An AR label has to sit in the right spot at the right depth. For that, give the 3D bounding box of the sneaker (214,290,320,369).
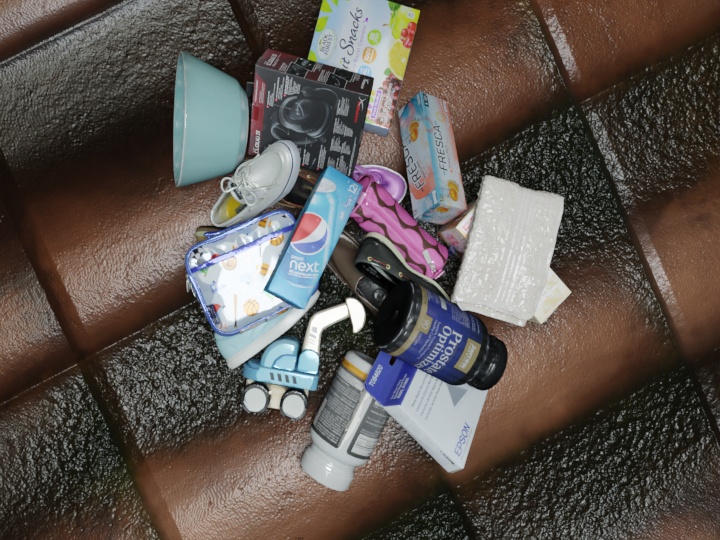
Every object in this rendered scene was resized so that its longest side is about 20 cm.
[{"bbox_3d":[-0.161,0.076,0.974,0.198,0.074,0.083,-37,95,-4],"label":"sneaker"}]

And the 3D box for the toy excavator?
[{"bbox_3d":[-0.095,0.136,0.963,0.188,0.100,0.207,9,91,-3],"label":"toy excavator"}]

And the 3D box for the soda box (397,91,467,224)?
[{"bbox_3d":[0.116,-0.183,0.951,0.067,0.063,0.206,7,67,-35],"label":"soda box"}]

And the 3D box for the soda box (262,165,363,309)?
[{"bbox_3d":[-0.071,-0.048,0.864,0.063,0.068,0.204,27,80,-13],"label":"soda box"}]

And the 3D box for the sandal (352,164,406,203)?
[{"bbox_3d":[-0.017,-0.148,0.991,0.196,0.050,0.085,9,90,-3],"label":"sandal"}]

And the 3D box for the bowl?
[{"bbox_3d":[-0.238,-0.232,0.921,0.102,0.200,0.208,2,91,-22],"label":"bowl"}]

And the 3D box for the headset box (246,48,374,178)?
[{"bbox_3d":[-0.089,-0.246,0.919,0.194,0.078,0.152,14,128,0],"label":"headset box"}]

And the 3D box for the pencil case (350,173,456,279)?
[{"bbox_3d":[0.059,-0.065,0.954,0.199,0.094,0.091,39,107,-16],"label":"pencil case"}]

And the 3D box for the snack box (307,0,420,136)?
[{"bbox_3d":[-0.004,-0.352,0.981,0.164,0.068,0.206,16,89,-2],"label":"snack box"}]

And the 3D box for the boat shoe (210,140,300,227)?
[{"bbox_3d":[-0.177,-0.129,0.902,0.200,0.085,0.076,-33,83,38],"label":"boat shoe"}]

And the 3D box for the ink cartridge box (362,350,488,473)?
[{"bbox_3d":[0.117,0.179,0.940,0.200,0.040,0.201,44,45,-10],"label":"ink cartridge box"}]

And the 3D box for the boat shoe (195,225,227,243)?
[{"bbox_3d":[-0.183,-0.025,0.977,0.194,0.072,0.079,11,101,-4],"label":"boat shoe"}]

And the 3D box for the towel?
[{"bbox_3d":[0.217,-0.029,0.861,0.129,0.034,0.206,14,90,-3],"label":"towel"}]

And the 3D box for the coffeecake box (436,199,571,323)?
[{"bbox_3d":[0.229,-0.017,0.956,0.073,0.154,0.201,-42,92,-2],"label":"coffeecake box"}]

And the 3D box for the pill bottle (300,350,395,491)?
[{"bbox_3d":[-0.016,0.247,0.963,0.114,0.116,0.204,28,89,-3],"label":"pill bottle"}]

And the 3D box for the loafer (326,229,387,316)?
[{"bbox_3d":[0.000,0.000,0.984,0.200,0.071,0.073,45,88,-3],"label":"loafer"}]

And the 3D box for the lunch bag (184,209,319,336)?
[{"bbox_3d":[-0.174,0.001,0.907,0.195,0.075,0.164,-23,95,-13],"label":"lunch bag"}]

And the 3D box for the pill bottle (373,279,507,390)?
[{"bbox_3d":[0.125,0.105,0.885,0.196,0.112,0.114,28,89,-21],"label":"pill bottle"}]

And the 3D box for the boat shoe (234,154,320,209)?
[{"bbox_3d":[-0.123,-0.145,0.958,0.194,0.070,0.072,16,110,10],"label":"boat shoe"}]

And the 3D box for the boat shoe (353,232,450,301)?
[{"bbox_3d":[0.070,0.026,0.941,0.200,0.073,0.064,40,59,-17],"label":"boat shoe"}]
